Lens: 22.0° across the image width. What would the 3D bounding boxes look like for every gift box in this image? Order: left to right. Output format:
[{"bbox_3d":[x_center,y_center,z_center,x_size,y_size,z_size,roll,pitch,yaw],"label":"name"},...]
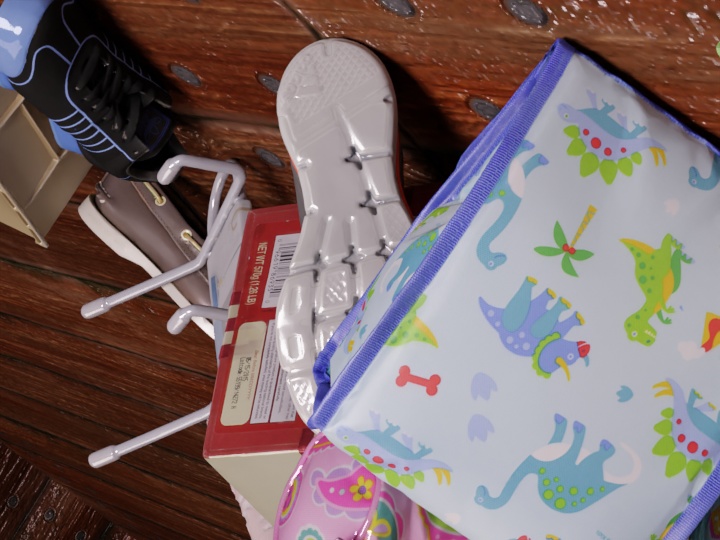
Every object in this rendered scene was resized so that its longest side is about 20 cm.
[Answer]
[{"bbox_3d":[0.022,0.066,1.037,0.199,0.185,0.187,-3,147,27],"label":"gift box"}]

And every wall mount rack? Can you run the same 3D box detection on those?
[{"bbox_3d":[-0.115,0.029,1.153,0.074,0.201,0.174,8,141,-21],"label":"wall mount rack"}]

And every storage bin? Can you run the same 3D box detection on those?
[{"bbox_3d":[-0.287,-0.129,1.212,0.199,0.094,0.199,25,162,19],"label":"storage bin"}]

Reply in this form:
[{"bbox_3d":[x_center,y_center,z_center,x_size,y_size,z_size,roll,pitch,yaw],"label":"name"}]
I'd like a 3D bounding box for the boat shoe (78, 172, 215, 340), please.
[{"bbox_3d":[-0.100,-0.002,1.250,0.200,0.060,0.072,40,-171,13],"label":"boat shoe"}]

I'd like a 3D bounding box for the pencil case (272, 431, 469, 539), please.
[{"bbox_3d":[0.051,0.146,0.909,0.200,0.088,0.087,28,167,-31],"label":"pencil case"}]

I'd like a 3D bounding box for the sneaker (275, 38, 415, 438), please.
[{"bbox_3d":[0.000,-0.012,0.935,0.077,0.201,0.082,-1,171,6],"label":"sneaker"}]

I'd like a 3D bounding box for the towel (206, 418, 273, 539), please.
[{"bbox_3d":[0.012,0.122,1.181,0.200,0.190,0.032,-125,22,-60],"label":"towel"}]

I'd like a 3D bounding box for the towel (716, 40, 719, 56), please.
[{"bbox_3d":[0.241,-0.030,0.691,0.200,0.031,0.149,37,162,-20],"label":"towel"}]

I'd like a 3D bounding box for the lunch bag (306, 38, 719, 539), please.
[{"bbox_3d":[0.097,0.024,0.827,0.170,0.200,0.127,34,-169,-7],"label":"lunch bag"}]

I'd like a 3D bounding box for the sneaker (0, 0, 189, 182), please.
[{"bbox_3d":[-0.154,-0.108,1.095,0.078,0.070,0.200,23,169,14],"label":"sneaker"}]

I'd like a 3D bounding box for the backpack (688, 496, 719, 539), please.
[{"bbox_3d":[0.240,0.116,0.853,0.153,0.176,0.200,18,166,32],"label":"backpack"}]
